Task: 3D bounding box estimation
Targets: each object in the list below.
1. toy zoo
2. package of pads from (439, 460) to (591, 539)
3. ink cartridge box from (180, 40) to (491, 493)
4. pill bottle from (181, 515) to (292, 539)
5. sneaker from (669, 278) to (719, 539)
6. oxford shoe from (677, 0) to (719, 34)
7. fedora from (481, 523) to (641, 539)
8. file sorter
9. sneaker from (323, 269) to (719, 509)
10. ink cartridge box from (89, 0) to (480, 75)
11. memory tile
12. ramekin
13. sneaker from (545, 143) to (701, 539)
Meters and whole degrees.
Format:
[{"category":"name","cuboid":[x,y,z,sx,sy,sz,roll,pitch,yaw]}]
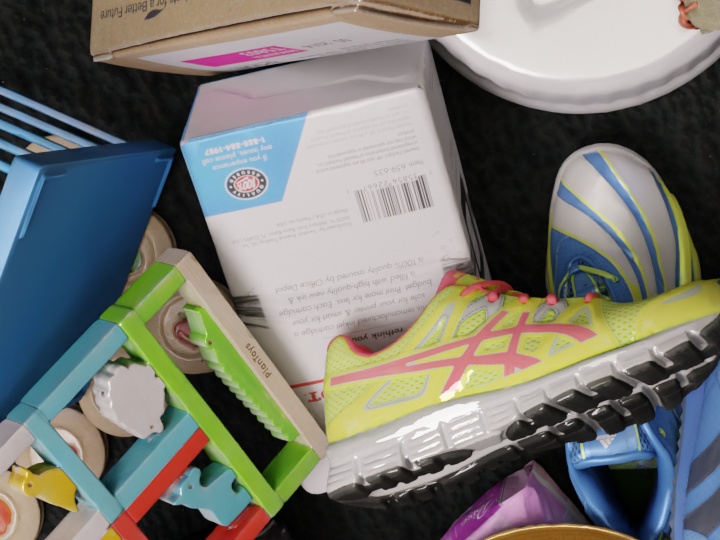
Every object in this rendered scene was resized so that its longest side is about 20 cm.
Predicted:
[{"category":"toy zoo","cuboid":[-0.111,0.105,0.846,0.200,0.020,0.131,-49,122,-22]},{"category":"package of pads","cuboid":[0.104,0.207,0.941,0.120,0.076,0.200,-42,90,11]},{"category":"ink cartridge box","cuboid":[0.000,0.000,0.914,0.115,0.067,0.201,-12,118,9]},{"category":"pill bottle","cuboid":[-0.049,0.232,0.946,0.111,0.112,0.201,-23,93,10]},{"category":"sneaker","cuboid":[0.189,0.085,0.857,0.078,0.066,0.201,-17,58,43]},{"category":"oxford shoe","cuboid":[0.146,-0.139,0.797,0.200,0.070,0.075,36,106,3]},{"category":"fedora","cuboid":[0.088,0.218,0.864,0.199,0.082,0.202,2,100,11]},{"category":"file sorter","cuboid":[-0.188,-0.010,0.875,0.122,0.200,0.139,22,99,7]},{"category":"sneaker","cuboid":[0.067,0.034,0.844,0.199,0.078,0.091,-20,66,13]},{"category":"ink cartridge box","cuboid":[-0.035,-0.178,0.844,0.199,0.075,0.166,-1,86,49]},{"category":"memory tile","cuboid":[-0.173,0.041,0.987,0.200,0.017,0.153,-43,90,11]},{"category":"ramekin","cuboid":[0.101,-0.172,0.882,0.199,0.098,0.202,1,97,7]},{"category":"sneaker","cuboid":[0.128,0.041,0.901,0.075,0.105,0.201,-10,96,12]}]
